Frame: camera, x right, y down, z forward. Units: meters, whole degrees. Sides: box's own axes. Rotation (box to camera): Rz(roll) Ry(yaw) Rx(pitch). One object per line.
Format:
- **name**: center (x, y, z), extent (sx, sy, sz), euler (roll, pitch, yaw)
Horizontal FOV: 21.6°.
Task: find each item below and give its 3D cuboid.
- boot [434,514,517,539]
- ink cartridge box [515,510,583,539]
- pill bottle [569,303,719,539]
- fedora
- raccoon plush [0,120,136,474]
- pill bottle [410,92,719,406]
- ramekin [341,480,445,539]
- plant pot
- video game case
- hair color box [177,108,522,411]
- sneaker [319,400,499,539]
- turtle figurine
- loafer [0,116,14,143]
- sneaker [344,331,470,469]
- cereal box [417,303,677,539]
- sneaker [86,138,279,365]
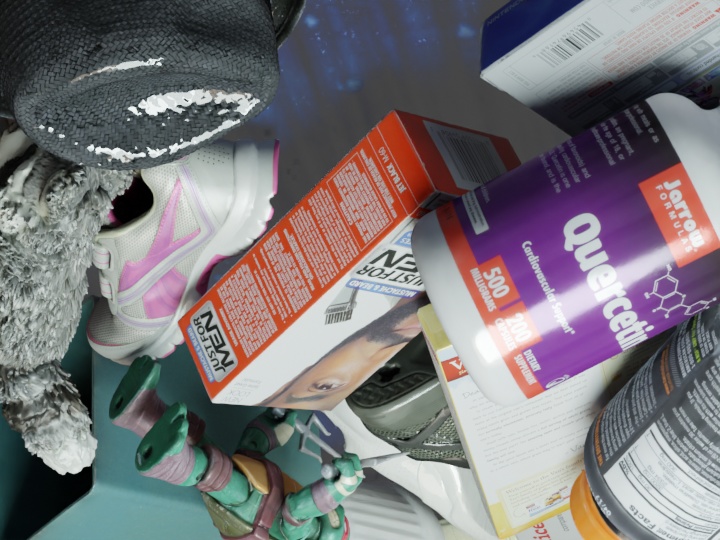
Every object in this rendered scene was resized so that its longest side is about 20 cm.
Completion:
- **boot**: center (0.095, 0.246, 1.479), extent (0.154, 0.072, 0.200), euler (-14, 135, 21)
- **ink cartridge box**: center (0.193, 0.127, 1.302), extent (0.198, 0.084, 0.145), euler (-9, 142, 16)
- **pill bottle**: center (0.196, 0.093, 1.078), extent (0.105, 0.107, 0.200), euler (17, 138, -18)
- **fedora**: center (-0.113, -0.110, 0.957), extent (0.199, 0.092, 0.201), euler (-13, 146, -9)
- **raccoon plush**: center (-0.161, 0.010, 1.080), extent (0.133, 0.097, 0.201), euler (-15, 118, 34)
- **pill bottle**: center (0.133, -0.018, 0.991), extent (0.199, 0.113, 0.113), euler (-28, 137, 7)
- **ramekin**: center (-0.033, 0.240, 1.365), extent (0.094, 0.204, 0.202), euler (24, 138, -32)
- **plant pot**: center (-0.130, 0.131, 1.293), extent (0.199, 0.142, 0.141), euler (17, 142, -32)
- **video game case**: center (0.195, -0.123, 1.002), extent (0.181, 0.046, 0.199), euler (31, 135, -30)
- **hair color box**: center (0.000, 0.000, 1.103), extent (0.110, 0.064, 0.200), euler (8, 138, -48)
- **sneaker**: center (0.035, 0.124, 1.335), extent (0.088, 0.076, 0.200), euler (-10, 136, 36)
- **turtle figurine**: center (-0.057, 0.127, 1.169), extent (0.199, 0.101, 0.149), euler (29, 172, -33)
- **loafer**: center (-0.232, -0.105, 1.040), extent (0.071, 0.063, 0.201), euler (3, 143, 0)
- **sneaker**: center (0.095, 0.063, 1.217), extent (0.198, 0.077, 0.114), euler (-26, 143, 6)
- **cereal box**: center (0.124, 0.069, 1.140), extent (0.143, 0.040, 0.201), euler (-23, 137, -3)
- **sneaker**: center (-0.127, -0.021, 1.140), extent (0.088, 0.082, 0.200), euler (21, 131, -21)
